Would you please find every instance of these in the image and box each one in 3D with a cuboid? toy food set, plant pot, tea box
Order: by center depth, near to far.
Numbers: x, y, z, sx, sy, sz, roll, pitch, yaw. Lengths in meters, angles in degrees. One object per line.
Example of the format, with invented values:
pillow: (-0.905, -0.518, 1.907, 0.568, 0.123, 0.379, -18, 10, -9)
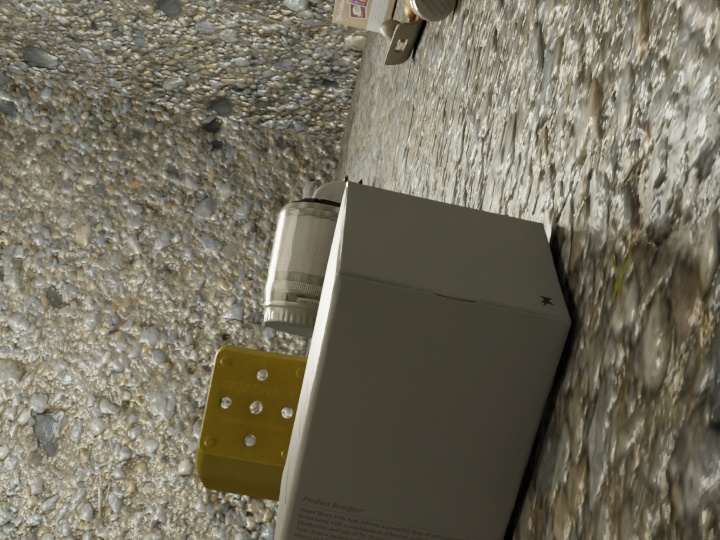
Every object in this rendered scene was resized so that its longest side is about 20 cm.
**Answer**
plant pot: (-0.122, 0.199, 1.604, 0.177, 0.196, 0.204, 62, -143, -73)
toy food set: (0.071, -0.430, 1.819, 0.144, 0.059, 0.204, 115, 165, -75)
tea box: (0.024, -0.661, 2.592, 0.201, 0.131, 0.199, 107, 174, -56)

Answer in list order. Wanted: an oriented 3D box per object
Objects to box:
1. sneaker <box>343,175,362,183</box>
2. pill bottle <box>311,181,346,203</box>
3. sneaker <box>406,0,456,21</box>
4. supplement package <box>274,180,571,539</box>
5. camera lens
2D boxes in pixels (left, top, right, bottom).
sneaker: (-0.033, -0.084, 2.253, 0.104, 0.059, 0.203, -76, 1, -76)
pill bottle: (-0.048, -0.054, 2.119, 0.201, 0.109, 0.112, 106, 173, -53)
sneaker: (0.087, -0.396, 1.399, 0.105, 0.074, 0.204, -119, 36, -76)
supplement package: (0.027, 0.075, 0.656, 0.120, 0.119, 0.203, -86, 9, -64)
camera lens: (-0.065, -0.002, 1.889, 0.160, 0.157, 0.204, 121, 160, -78)
